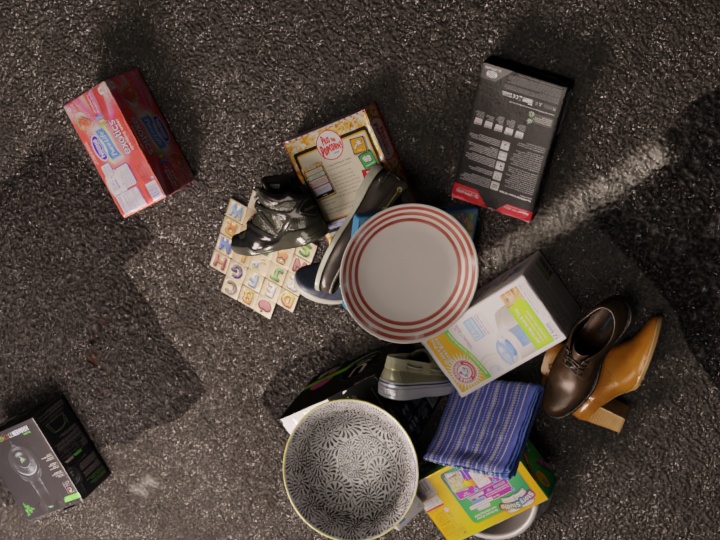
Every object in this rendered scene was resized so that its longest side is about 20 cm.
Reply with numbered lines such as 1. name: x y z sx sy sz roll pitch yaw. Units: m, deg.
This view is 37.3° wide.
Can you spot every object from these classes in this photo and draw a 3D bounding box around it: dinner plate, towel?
1. dinner plate: 0.067 0.004 1.492 0.197 0.024 0.203 -3 107 -10
2. towel: 0.179 0.226 1.571 0.024 0.146 0.199 33 161 -29

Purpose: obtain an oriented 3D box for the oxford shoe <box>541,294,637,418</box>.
1. oxford shoe: 0.301 0.122 1.482 0.072 0.084 0.202 36 113 27

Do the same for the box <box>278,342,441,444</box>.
1. box: 0.002 0.216 1.677 0.198 0.149 0.125 -26 101 29

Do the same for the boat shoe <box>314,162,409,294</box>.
1. boat shoe: 0.000 -0.050 1.527 0.060 0.072 0.203 28 98 7

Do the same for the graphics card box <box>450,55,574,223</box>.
1. graphics card box: 0.207 -0.181 1.472 0.124 0.051 0.202 19 119 16

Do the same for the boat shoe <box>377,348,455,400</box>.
1. boat shoe: 0.095 0.149 1.585 0.071 0.199 0.063 17 101 29

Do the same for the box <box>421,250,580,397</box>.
1. box: 0.203 0.080 1.555 0.199 0.101 0.113 -34 95 32

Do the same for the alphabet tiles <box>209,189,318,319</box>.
1. alphabet tiles: -0.159 -0.024 1.731 0.165 0.006 0.202 28 120 11

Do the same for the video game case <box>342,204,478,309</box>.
1. video game case: 0.072 -0.020 1.536 0.018 0.197 0.145 45 134 52

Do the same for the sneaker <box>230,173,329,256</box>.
1. sneaker: -0.138 -0.086 1.636 0.198 0.076 0.116 -12 102 49

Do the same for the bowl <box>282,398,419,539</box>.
1. bowl: -0.006 0.283 1.552 0.198 0.094 0.204 0 90 12

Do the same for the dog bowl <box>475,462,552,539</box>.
1. dog bowl: 0.204 0.336 1.691 0.197 0.059 0.203 10 116 21

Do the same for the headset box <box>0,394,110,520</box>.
1. headset box: -0.603 0.367 2.051 0.173 0.093 0.202 -22 102 31

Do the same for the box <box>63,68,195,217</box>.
1. box: -0.366 -0.202 1.696 0.102 0.095 0.202 -22 101 30

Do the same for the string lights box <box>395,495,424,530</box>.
1. string lights box: 0.024 0.346 1.705 0.103 0.059 0.200 53 166 -5

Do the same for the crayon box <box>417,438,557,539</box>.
1. crayon box: 0.184 0.324 1.626 0.199 0.058 0.119 -34 95 32

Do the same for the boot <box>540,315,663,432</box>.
1. boot: 0.339 0.129 1.535 0.143 0.071 0.203 25 118 17

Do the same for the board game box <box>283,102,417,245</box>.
1. board game box: -0.008 -0.128 1.594 0.150 0.046 0.202 -17 104 29

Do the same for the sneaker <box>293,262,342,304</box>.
1. sneaker: 0.000 0.000 1.590 0.197 0.076 0.085 0 144 -9
